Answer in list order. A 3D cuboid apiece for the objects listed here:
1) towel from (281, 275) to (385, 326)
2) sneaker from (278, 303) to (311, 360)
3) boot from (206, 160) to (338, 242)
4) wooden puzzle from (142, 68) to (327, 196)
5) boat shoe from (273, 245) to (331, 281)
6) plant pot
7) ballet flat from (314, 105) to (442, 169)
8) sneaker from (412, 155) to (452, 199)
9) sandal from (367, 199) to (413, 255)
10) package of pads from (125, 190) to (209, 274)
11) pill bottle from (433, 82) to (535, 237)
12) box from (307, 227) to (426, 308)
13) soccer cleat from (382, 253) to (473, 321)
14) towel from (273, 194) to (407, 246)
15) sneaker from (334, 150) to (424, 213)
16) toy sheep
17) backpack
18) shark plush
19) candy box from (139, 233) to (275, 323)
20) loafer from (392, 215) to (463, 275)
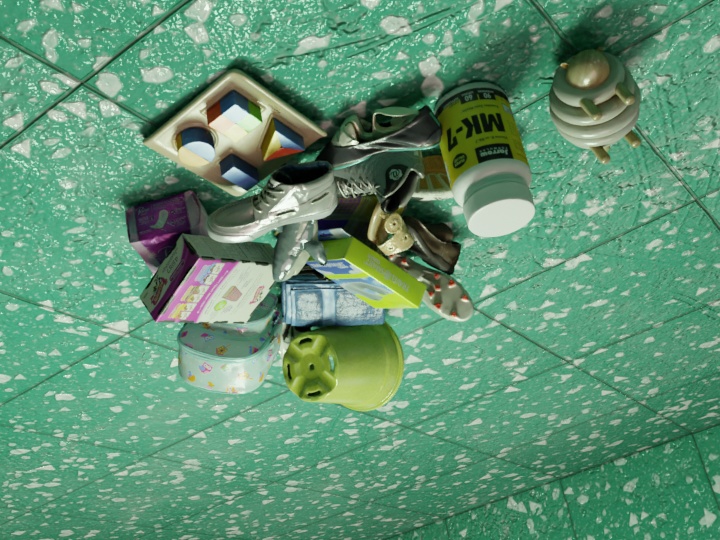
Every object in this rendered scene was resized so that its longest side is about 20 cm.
[{"bbox_3d":[-0.048,0.057,1.666,0.199,0.049,0.112,-1,123,-6],"label":"towel"},{"bbox_3d":[-0.130,0.126,1.782,0.087,0.076,0.200,-14,151,7],"label":"sneaker"},{"bbox_3d":[-0.131,-0.108,1.295,0.199,0.074,0.096,-17,147,-10],"label":"boot"},{"bbox_3d":[-0.175,-0.178,1.259,0.200,0.046,0.185,-28,144,28],"label":"wooden puzzle"},{"bbox_3d":[-0.064,-0.009,1.566,0.199,0.057,0.069,6,166,-34],"label":"boat shoe"},{"bbox_3d":[-0.047,0.180,1.732,0.200,0.201,0.184,-28,163,28],"label":"plant pot"},{"bbox_3d":[0.018,-0.197,1.285,0.199,0.073,0.073,-9,153,21],"label":"ballet flat"},{"bbox_3d":[0.154,-0.134,1.409,0.199,0.076,0.088,-9,150,-3],"label":"sneaker"},{"bbox_3d":[0.054,-0.056,1.462,0.069,0.078,0.212,26,156,7],"label":"sandal"},{"bbox_3d":[-0.287,-0.038,1.444,0.120,0.076,0.200,-16,151,0],"label":"package of pads"},{"bbox_3d":[0.176,-0.156,1.267,0.114,0.201,0.114,-9,151,-5],"label":"pill bottle"},{"bbox_3d":[0.000,0.000,1.495,0.200,0.048,0.122,33,159,-31],"label":"box"},{"bbox_3d":[0.121,0.027,1.621,0.069,0.200,0.078,-56,165,-4],"label":"soccer cleat"},{"bbox_3d":[-0.031,-0.083,1.506,0.199,0.023,0.144,4,148,-25],"label":"towel"},{"bbox_3d":[0.008,-0.127,1.345,0.200,0.116,0.075,-25,148,22],"label":"sneaker"},{"bbox_3d":[0.330,-0.230,1.258,0.137,0.138,0.200,-15,142,8],"label":"toy sheep"},{"bbox_3d":[-0.233,0.120,1.586,0.175,0.200,0.154,12,126,4],"label":"backpack"},{"bbox_3d":[-0.107,-0.073,1.384,0.083,0.091,0.200,-17,136,-17],"label":"shark plush"},{"bbox_3d":[-0.230,0.016,1.419,0.200,0.061,0.136,7,127,-54],"label":"candy box"},{"bbox_3d":[0.119,-0.057,1.564,0.073,0.071,0.200,26,175,31],"label":"loafer"}]
